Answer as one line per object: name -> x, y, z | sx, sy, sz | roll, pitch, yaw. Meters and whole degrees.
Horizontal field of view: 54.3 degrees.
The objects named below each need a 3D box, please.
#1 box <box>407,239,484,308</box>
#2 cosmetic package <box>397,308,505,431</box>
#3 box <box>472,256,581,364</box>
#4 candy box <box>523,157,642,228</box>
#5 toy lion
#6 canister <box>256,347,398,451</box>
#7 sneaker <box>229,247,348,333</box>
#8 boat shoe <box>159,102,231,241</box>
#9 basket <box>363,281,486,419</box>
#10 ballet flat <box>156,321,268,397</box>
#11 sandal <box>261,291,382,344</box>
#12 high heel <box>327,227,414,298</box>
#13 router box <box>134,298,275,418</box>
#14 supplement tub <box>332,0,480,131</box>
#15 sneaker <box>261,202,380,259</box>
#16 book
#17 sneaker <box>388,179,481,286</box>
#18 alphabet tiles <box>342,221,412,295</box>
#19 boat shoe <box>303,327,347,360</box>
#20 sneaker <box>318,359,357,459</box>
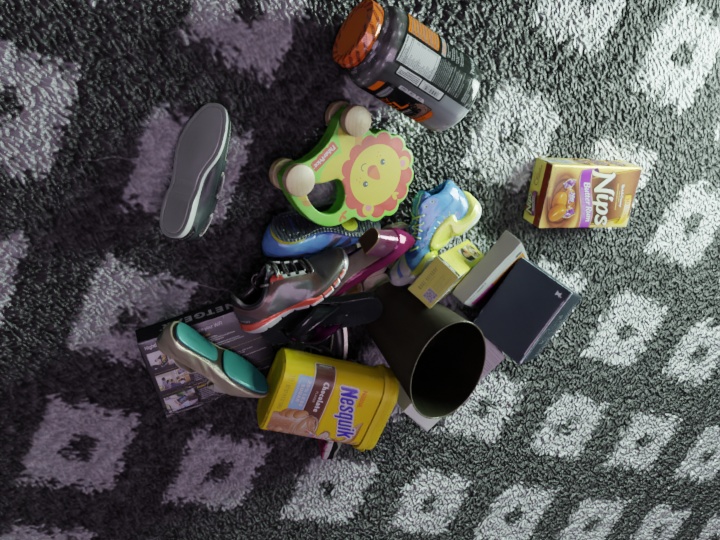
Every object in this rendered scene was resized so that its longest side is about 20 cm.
box -> 0.146, 0.003, 1.153 | 0.050, 0.200, 0.075 | 44, 111, 9
cosmetic package -> 0.150, 0.181, 1.294 | 0.200, 0.108, 0.085 | -44, 123, 5
box -> 0.298, 0.072, 1.245 | 0.149, 0.107, 0.200 | -55, 161, 9
candy box -> 0.403, -0.140, 1.271 | 0.199, 0.056, 0.117 | -3, 115, -23
toy lion -> -0.013, -0.145, 1.079 | 0.200, 0.069, 0.192 | -47, 125, -11
canister -> -0.056, 0.212, 1.163 | 0.199, 0.087, 0.149 | 15, 114, -20
sneaker -> -0.109, 0.016, 1.071 | 0.200, 0.077, 0.082 | -35, 127, -9
boat shoe -> -0.230, -0.140, 1.011 | 0.201, 0.075, 0.060 | -66, 157, 5
basket -> 0.094, 0.112, 1.158 | 0.135, 0.200, 0.181 | -8, 119, -25
ballet flat -> -0.232, 0.148, 1.091 | 0.069, 0.069, 0.200 | -46, 118, 4
sandal -> -0.060, 0.081, 1.120 | 0.199, 0.048, 0.076 | -14, 133, -4
high heel -> 0.000, 0.000, 1.149 | 0.096, 0.068, 0.200 | 7, 146, -44
router box -> -0.244, 0.136, 1.142 | 0.199, 0.051, 0.150 | -18, 118, -14
supplement tub -> 0.067, -0.296, 1.018 | 0.199, 0.123, 0.123 | 24, 104, -29
sneaker -> -0.064, -0.058, 1.126 | 0.199, 0.066, 0.079 | -9, 153, -29
book -> 0.225, 0.008, 1.202 | 0.134, 0.048, 0.200 | -48, 165, 5
sneaker -> 0.102, -0.071, 1.170 | 0.200, 0.076, 0.105 | -44, 106, -5
alphabet tiles -> 0.049, 0.017, 1.227 | 0.195, 0.015, 0.201 | -18, 119, -14
boat shoe -> -0.064, 0.144, 1.208 | 0.067, 0.072, 0.201 | -3, 118, -25
sneaker -> -0.015, 0.262, 1.283 | 0.087, 0.074, 0.201 | 16, 103, -21
